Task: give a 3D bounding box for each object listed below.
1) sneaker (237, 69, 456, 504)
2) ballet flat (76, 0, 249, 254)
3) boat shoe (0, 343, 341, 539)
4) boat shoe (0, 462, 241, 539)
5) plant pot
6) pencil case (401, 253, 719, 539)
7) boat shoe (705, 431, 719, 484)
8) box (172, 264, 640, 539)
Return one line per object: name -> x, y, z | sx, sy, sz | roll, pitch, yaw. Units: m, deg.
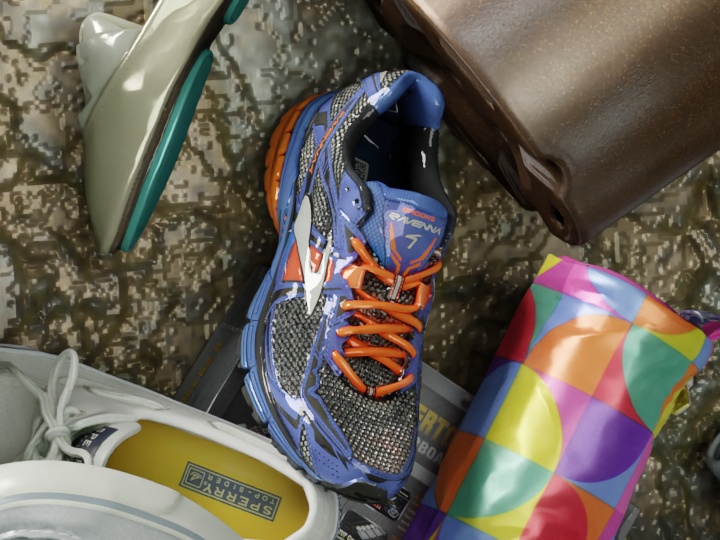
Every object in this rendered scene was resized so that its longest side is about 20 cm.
sneaker -> 0.000, 0.000, 1.118 | 0.075, 0.078, 0.201 | 18, 54, -30
ballet flat -> -0.079, -0.106, 1.145 | 0.069, 0.069, 0.201 | 30, 83, -19
boat shoe -> -0.107, 0.075, 1.099 | 0.201, 0.086, 0.075 | 19, 82, 6
boat shoe -> -0.066, 0.142, 1.048 | 0.200, 0.072, 0.070 | 33, 128, -27
plant pot -> 0.117, -0.128, 1.149 | 0.198, 0.200, 0.201 | -39, 106, -3
pencil case -> 0.077, 0.091, 1.152 | 0.088, 0.088, 0.201 | 31, 84, -19
boat shoe -> 0.234, 0.032, 1.258 | 0.071, 0.070, 0.201 | 42, 83, -21
box -> -0.001, 0.116, 1.195 | 0.199, 0.048, 0.159 | 33, 83, -19
